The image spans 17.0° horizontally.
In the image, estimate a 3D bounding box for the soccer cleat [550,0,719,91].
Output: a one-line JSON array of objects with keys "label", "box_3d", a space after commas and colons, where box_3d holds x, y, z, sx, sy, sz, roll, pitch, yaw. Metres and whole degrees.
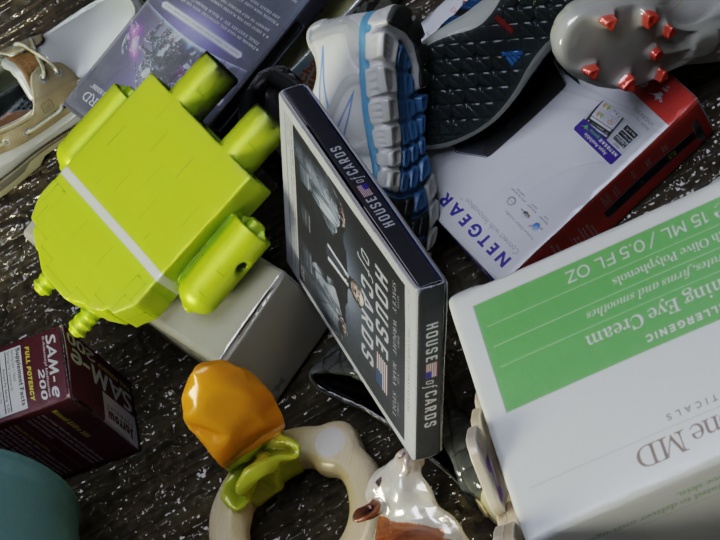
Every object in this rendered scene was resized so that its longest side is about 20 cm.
[{"label": "soccer cleat", "box_3d": [0.188, -0.163, 1.562, 0.078, 0.199, 0.070, 44, 129, 36]}]

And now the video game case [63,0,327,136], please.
[{"label": "video game case", "box_3d": [-0.112, -0.166, 1.724, 0.200, 0.019, 0.143, -52, 46, -2]}]

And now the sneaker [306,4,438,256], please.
[{"label": "sneaker", "box_3d": [-0.001, -0.073, 1.580, 0.086, 0.075, 0.202, 3, 98, 31]}]

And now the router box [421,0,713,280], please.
[{"label": "router box", "box_3d": [0.108, -0.102, 1.632, 0.179, 0.049, 0.200, -43, 58, 0]}]

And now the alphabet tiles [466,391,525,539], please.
[{"label": "alphabet tiles", "box_3d": [0.106, 0.171, 1.414, 0.014, 0.200, 0.197, -20, 99, 10]}]

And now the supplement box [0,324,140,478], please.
[{"label": "supplement box", "box_3d": [-0.266, 0.113, 1.663, 0.199, 0.109, 0.061, -19, 60, 14]}]

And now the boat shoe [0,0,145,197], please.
[{"label": "boat shoe", "box_3d": [-0.237, -0.136, 1.787, 0.200, 0.068, 0.075, -47, 58, -2]}]

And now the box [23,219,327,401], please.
[{"label": "box", "box_3d": [-0.127, 0.005, 1.661, 0.199, 0.095, 0.078, 31, 82, 30]}]

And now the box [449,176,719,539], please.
[{"label": "box", "box_3d": [0.188, 0.082, 1.423, 0.198, 0.200, 0.172, -24, 61, 12]}]

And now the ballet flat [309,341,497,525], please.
[{"label": "ballet flat", "box_3d": [0.042, 0.110, 1.552, 0.057, 0.067, 0.200, -33, 48, -17]}]

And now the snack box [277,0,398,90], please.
[{"label": "snack box", "box_3d": [-0.037, -0.208, 1.751, 0.200, 0.037, 0.116, -46, 55, -1]}]

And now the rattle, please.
[{"label": "rattle", "box_3d": [-0.046, 0.174, 1.526, 0.129, 0.143, 0.201, -2, 59, 2]}]

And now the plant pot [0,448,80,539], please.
[{"label": "plant pot", "box_3d": [-0.260, 0.227, 1.571, 0.199, 0.201, 0.189, -12, 47, 18]}]

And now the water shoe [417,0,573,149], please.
[{"label": "water shoe", "box_3d": [0.097, -0.156, 1.599, 0.200, 0.079, 0.072, -41, 94, 25]}]

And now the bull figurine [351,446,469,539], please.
[{"label": "bull figurine", "box_3d": [0.041, 0.212, 1.486, 0.121, 0.065, 0.202, 3, 80, 44]}]

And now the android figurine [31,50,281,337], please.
[{"label": "android figurine", "box_3d": [-0.140, -0.045, 1.605, 0.200, 0.041, 0.182, -49, 58, 4]}]

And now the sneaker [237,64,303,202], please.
[{"label": "sneaker", "box_3d": [-0.029, -0.053, 1.633, 0.073, 0.112, 0.201, -35, 58, 6]}]

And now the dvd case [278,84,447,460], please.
[{"label": "dvd case", "box_3d": [0.000, 0.000, 1.505, 0.025, 0.151, 0.200, -18, 46, -17]}]
